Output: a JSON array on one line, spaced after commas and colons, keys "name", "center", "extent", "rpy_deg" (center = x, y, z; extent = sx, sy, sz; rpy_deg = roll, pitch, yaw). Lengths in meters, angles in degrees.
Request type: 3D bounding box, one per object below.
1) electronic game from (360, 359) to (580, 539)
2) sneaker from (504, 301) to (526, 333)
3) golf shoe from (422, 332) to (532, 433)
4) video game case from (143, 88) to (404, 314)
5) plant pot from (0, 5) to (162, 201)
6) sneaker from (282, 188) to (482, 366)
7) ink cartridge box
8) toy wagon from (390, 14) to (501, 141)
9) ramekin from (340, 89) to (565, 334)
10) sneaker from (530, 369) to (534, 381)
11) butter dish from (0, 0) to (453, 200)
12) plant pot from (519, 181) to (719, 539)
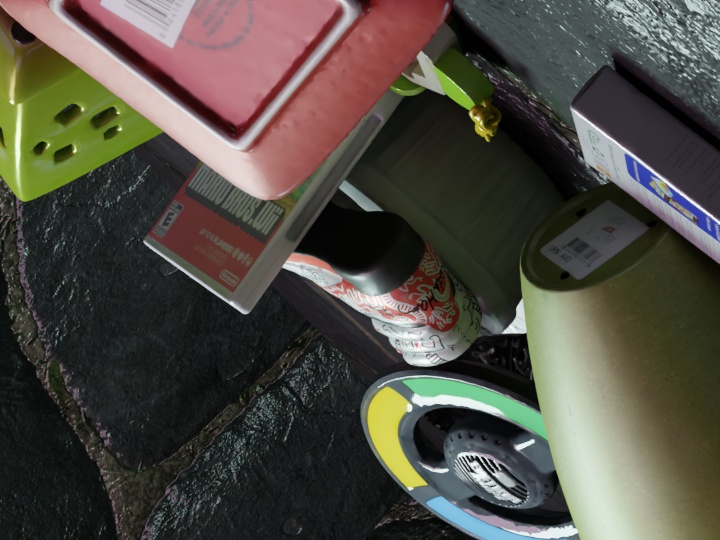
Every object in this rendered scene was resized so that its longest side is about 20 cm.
[{"name": "electronic game", "center": [0.091, 0.126, 1.834], "extent": [0.200, 0.042, 0.200], "rpy_deg": [22, 148, 15]}, {"name": "sneaker", "center": [0.098, -0.020, 2.017], "extent": [0.200, 0.075, 0.100], "rpy_deg": [42, 156, -9]}, {"name": "golf shoe", "center": [0.137, 0.072, 1.897], "extent": [0.094, 0.200, 0.078], "rpy_deg": [-31, -65, -78]}, {"name": "video game case", "center": [-0.048, -0.077, 1.782], "extent": [0.017, 0.200, 0.143], "rpy_deg": [37, 177, -32]}, {"name": "plant pot", "center": [-0.168, -0.187, 1.636], "extent": [0.199, 0.200, 0.181], "rpy_deg": [57, 171, 11]}, {"name": "sneaker", "center": [0.000, 0.001, 1.786], "extent": [0.108, 0.067, 0.201], "rpy_deg": [48, 168, -30]}, {"name": "ink cartridge box", "center": [0.194, -0.022, 1.433], "extent": [0.200, 0.037, 0.095], "rpy_deg": [41, 175, 17]}, {"name": "toy wagon", "center": [0.012, -0.150, 1.647], "extent": [0.200, 0.040, 0.155], "rpy_deg": [38, 174, 17]}, {"name": "ramekin", "center": [0.047, -0.056, 1.853], "extent": [0.202, 0.094, 0.202], "rpy_deg": [40, 175, 4]}, {"name": "sneaker", "center": [0.192, 0.062, 1.769], "extent": [0.200, 0.078, 0.079], "rpy_deg": [8, 145, 31]}, {"name": "butter dish", "center": [-0.055, -0.173, 1.454], "extent": [0.199, 0.148, 0.200], "rpy_deg": [37, 134, -6]}, {"name": "plant pot", "center": [0.171, 0.054, 1.567], "extent": [0.187, 0.187, 0.200], "rpy_deg": [33, 158, 56]}]
